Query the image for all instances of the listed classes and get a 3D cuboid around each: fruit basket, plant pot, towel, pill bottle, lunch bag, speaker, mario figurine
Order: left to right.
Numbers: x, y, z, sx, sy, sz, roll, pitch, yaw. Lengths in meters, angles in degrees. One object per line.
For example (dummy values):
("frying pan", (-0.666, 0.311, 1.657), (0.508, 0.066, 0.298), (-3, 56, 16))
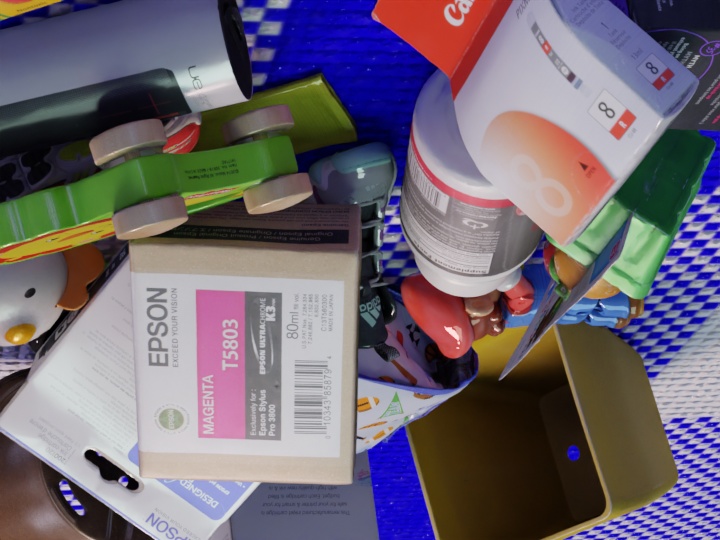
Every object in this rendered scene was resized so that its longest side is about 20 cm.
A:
("speaker", (-0.170, -0.125, 1.200), (0.198, 0.082, 0.081), (-12, 154, 7))
("plant pot", (-0.224, 0.162, 1.583), (0.198, 0.202, 0.198), (5, 166, -25))
("towel", (-0.106, -0.090, 1.361), (0.198, 0.018, 0.086), (-15, 154, 14))
("lunch bag", (-0.022, 0.086, 1.629), (0.199, 0.125, 0.170), (18, 144, -29))
("pill bottle", (0.085, -0.060, 1.370), (0.110, 0.112, 0.200), (-5, 154, -6))
("mario figurine", (0.130, 0.005, 1.570), (0.198, 0.106, 0.124), (-2, 132, -12))
("plant pot", (0.180, 0.158, 1.772), (0.199, 0.202, 0.176), (-30, 159, 37))
("fruit basket", (0.172, -0.030, 1.410), (0.093, 0.186, 0.200), (37, 144, -6))

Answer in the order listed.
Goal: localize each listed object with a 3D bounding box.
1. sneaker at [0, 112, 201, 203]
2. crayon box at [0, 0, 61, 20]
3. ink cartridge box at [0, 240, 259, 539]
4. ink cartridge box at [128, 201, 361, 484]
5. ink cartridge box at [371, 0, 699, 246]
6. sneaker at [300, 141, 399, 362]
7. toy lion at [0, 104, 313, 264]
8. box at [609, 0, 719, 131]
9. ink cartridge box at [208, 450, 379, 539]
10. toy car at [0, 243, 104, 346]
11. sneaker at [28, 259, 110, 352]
("sneaker", (-0.201, -0.076, 1.300), (0.198, 0.078, 0.085), (-14, 159, 12))
("crayon box", (-0.225, -0.211, 1.042), (0.126, 0.051, 0.200), (-15, 153, 15))
("ink cartridge box", (-0.147, 0.095, 1.465), (0.198, 0.043, 0.200), (38, 103, -15))
("ink cartridge box", (-0.082, 0.053, 1.374), (0.163, 0.075, 0.202), (1, 119, 0))
("ink cartridge box", (0.092, -0.126, 1.164), (0.200, 0.050, 0.162), (39, 149, 5))
("sneaker", (0.000, 0.000, 1.424), (0.077, 0.141, 0.200), (-16, 161, -20))
("toy lion", (-0.159, -0.044, 1.239), (0.191, 0.069, 0.199), (-19, 177, 39))
("box", (0.231, -0.162, 1.209), (0.198, 0.107, 0.122), (1, 154, -18))
("ink cartridge box", (-0.069, 0.207, 1.766), (0.144, 0.202, 0.083), (3, 152, -21))
("toy car", (-0.282, 0.031, 1.407), (0.198, 0.178, 0.185), (-19, 143, -6))
("sneaker", (-0.175, 0.032, 1.512), (0.198, 0.085, 0.077), (-6, 155, -4))
